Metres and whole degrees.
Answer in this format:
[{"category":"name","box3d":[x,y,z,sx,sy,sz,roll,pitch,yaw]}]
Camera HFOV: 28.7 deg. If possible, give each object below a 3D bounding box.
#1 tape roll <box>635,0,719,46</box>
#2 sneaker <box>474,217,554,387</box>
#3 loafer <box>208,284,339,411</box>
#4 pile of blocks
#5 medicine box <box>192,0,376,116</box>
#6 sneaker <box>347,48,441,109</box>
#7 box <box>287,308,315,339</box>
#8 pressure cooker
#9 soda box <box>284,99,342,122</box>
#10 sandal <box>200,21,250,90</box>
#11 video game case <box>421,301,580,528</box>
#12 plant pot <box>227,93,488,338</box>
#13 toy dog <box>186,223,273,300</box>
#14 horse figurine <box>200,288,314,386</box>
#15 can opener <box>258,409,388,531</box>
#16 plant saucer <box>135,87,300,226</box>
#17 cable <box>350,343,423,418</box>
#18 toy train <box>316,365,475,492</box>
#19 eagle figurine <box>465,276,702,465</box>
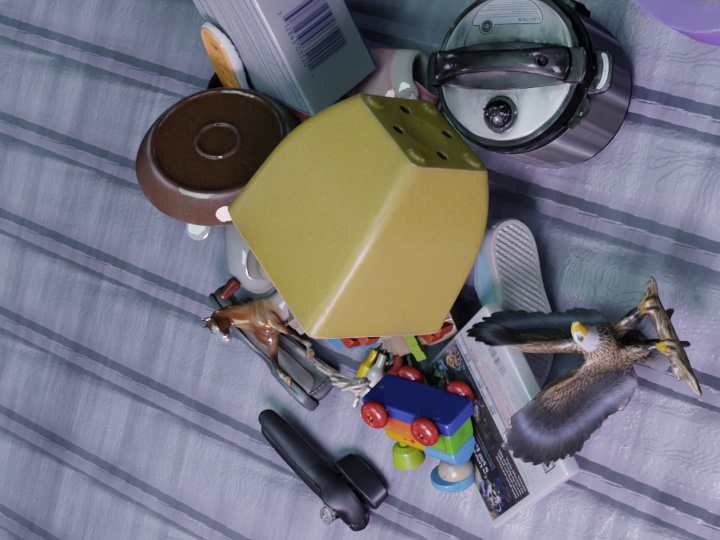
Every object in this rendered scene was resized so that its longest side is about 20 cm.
[{"category":"tape roll","box3d":[0.369,-0.333,1.426,0.199,0.085,0.201,-2,87,32]},{"category":"sneaker","box3d":[0.166,0.039,1.564,0.082,0.074,0.201,-161,66,-73]},{"category":"loafer","box3d":[-0.104,0.084,1.737,0.063,0.072,0.200,-44,71,2]},{"category":"pile of blocks","box3d":[0.018,0.073,1.573,0.199,0.062,0.082,0,126,1]},{"category":"medicine box","box3d":[-0.102,-0.297,1.631,0.103,0.183,0.200,-39,35,-14]},{"category":"sneaker","box3d":[0.037,-0.165,1.635,0.104,0.075,0.201,-2,78,36]},{"category":"box","box3d":[0.000,0.000,1.632,0.199,0.041,0.120,-18,64,12]},{"category":"pressure cooker","box3d":[0.179,-0.201,1.473,0.176,0.200,0.179,-43,67,21]},{"category":"soda box","box3d":[-0.078,-0.121,1.716,0.063,0.068,0.201,27,101,29]},{"category":"sandal","box3d":[-0.167,-0.212,1.713,0.059,0.207,0.079,-38,49,-14]},{"category":"video game case","box3d":[0.148,0.160,1.534,0.201,0.023,0.182,65,150,18]},{"category":"plant pot","box3d":[0.019,-0.069,1.461,0.195,0.195,0.200,55,125,31]},{"category":"toy dog","box3d":[-0.158,-0.045,1.636,0.200,0.096,0.132,49,153,19]},{"category":"horse figurine","box3d":[-0.075,0.045,1.689,0.200,0.050,0.132,-42,59,-14]},{"category":"can opener","box3d":[-0.055,0.240,1.702,0.200,0.079,0.064,35,145,32]},{"category":"plant saucer","box3d":[-0.159,-0.139,1.598,0.199,0.035,0.201,-3,54,4]},{"category":"cable","box3d":[0.039,0.077,1.638,0.097,0.050,0.201,14,97,48]},{"category":"toy train","box3d":[0.041,0.173,1.587,0.199,0.085,0.116,14,131,38]},{"category":"eagle figurine","box3d":[0.224,0.088,1.426,0.199,0.152,0.151,-27,114,18]}]
